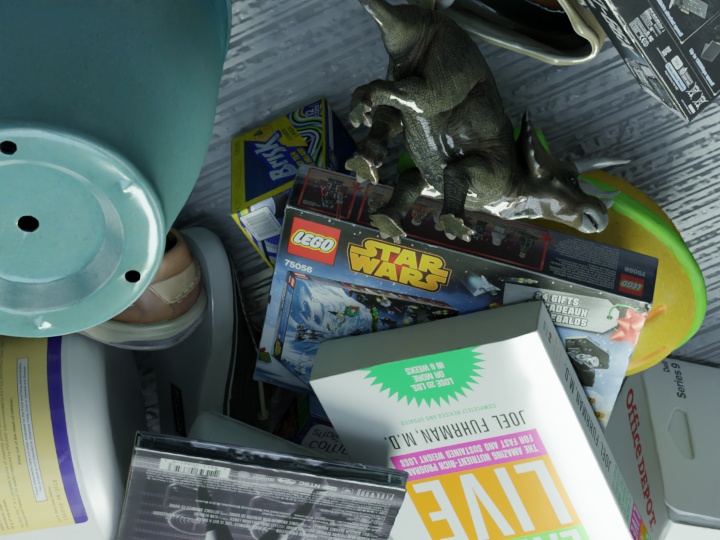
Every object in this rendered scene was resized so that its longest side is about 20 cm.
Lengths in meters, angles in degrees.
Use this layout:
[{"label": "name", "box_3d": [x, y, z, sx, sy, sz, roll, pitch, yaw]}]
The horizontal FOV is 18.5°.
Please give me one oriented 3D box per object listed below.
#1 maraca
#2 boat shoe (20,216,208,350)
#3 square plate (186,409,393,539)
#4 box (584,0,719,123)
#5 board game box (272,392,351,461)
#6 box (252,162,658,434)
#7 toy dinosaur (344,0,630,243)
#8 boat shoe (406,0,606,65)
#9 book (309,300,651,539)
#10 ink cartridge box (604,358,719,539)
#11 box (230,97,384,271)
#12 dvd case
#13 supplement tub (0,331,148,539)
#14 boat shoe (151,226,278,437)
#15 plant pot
[{"label": "maraca", "box_3d": [0.108, -0.012, 1.246, 0.200, 0.107, 0.137, 39, 133, -22]}, {"label": "boat shoe", "box_3d": [-0.183, -0.010, 1.236, 0.198, 0.076, 0.072, 5, 134, 5]}, {"label": "square plate", "box_3d": [-0.040, 0.198, 1.340, 0.199, 0.029, 0.199, 22, 120, -7]}, {"label": "box", "box_3d": [0.165, -0.197, 1.088, 0.158, 0.050, 0.200, -42, 126, -1]}, {"label": "board game box", "box_3d": [0.028, 0.150, 1.427, 0.199, 0.035, 0.136, 19, 128, -20]}, {"label": "box", "box_3d": [0.048, 0.027, 1.196, 0.199, 0.040, 0.137, 15, 134, 1]}, {"label": "toy dinosaur", "box_3d": [0.040, -0.080, 1.119, 0.077, 0.102, 0.200, -16, 119, 51]}, {"label": "boat shoe", "box_3d": [0.046, -0.169, 1.127, 0.199, 0.069, 0.075, 21, 131, -19]}, {"label": "book", "box_3d": [0.073, 0.110, 1.212, 0.133, 0.048, 0.201, -12, 125, 24]}, {"label": "ink cartridge box", "box_3d": [0.188, 0.176, 1.388, 0.083, 0.147, 0.201, 9, 130, -11]}, {"label": "box", "box_3d": [0.000, 0.000, 1.271, 0.064, 0.070, 0.200, -22, 129, 16]}, {"label": "dvd case", "box_3d": [-0.064, 0.155, 1.242, 0.148, 0.016, 0.201, 9, 144, -6]}, {"label": "supplement tub", "box_3d": [-0.232, 0.103, 1.295, 0.198, 0.146, 0.146, -9, 131, 4]}, {"label": "boat shoe", "box_3d": [-0.084, 0.057, 1.326, 0.063, 0.071, 0.201, -20, 129, -30]}, {"label": "plant pot", "box_3d": [-0.164, -0.077, 1.114, 0.198, 0.189, 0.201, -2, 131, -2]}]
